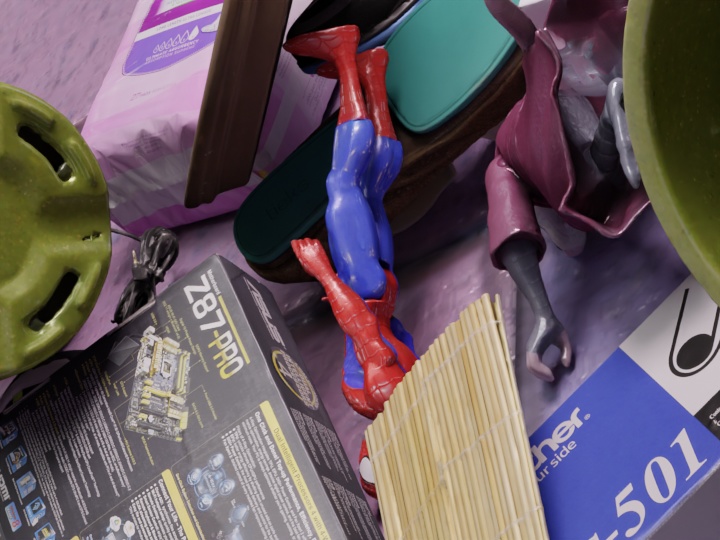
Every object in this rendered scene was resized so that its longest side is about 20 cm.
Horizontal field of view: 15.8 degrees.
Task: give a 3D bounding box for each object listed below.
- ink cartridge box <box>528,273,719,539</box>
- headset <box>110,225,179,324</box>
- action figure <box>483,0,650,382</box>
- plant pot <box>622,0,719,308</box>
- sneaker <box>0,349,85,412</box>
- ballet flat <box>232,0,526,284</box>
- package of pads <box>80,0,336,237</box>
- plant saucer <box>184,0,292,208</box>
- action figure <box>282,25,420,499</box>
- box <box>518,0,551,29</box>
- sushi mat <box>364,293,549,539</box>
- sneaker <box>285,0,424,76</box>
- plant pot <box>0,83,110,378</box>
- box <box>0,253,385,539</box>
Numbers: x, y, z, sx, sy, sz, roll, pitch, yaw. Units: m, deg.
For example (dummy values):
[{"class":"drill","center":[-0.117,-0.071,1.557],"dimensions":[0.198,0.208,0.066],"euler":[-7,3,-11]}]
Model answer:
[{"class":"ink cartridge box","center":[0.134,0.052,0.966],"dimensions":[0.200,0.044,0.094],"euler":[-46,31,1]},{"class":"headset","center":[-0.187,0.000,1.326],"dimensions":[0.199,0.124,0.094],"euler":[-3,49,20]},{"class":"action figure","center":[0.080,-0.055,1.050],"dimensions":[0.134,0.149,0.200],"euler":[-44,-1,-14]},{"class":"plant pot","center":[0.218,-0.080,0.869],"dimensions":[0.199,0.201,0.190],"euler":[-16,9,37]},{"class":"sneaker","center":[-0.105,0.085,1.175],"dimensions":[0.199,0.072,0.083],"euler":[-11,47,42]},{"class":"ballet flat","center":[0.027,-0.062,1.183],"dimensions":[0.200,0.072,0.068],"euler":[-46,52,21]},{"class":"package of pads","center":[-0.066,-0.118,1.351],"dimensions":[0.120,0.076,0.201],"euler":[-12,45,37]},{"class":"plant saucer","center":[-0.045,-0.123,1.166],"dimensions":[0.200,0.029,0.202],"euler":[-166,90,-88]},{"class":"action figure","center":[0.000,0.000,1.111],"dimensions":[0.051,0.065,0.201],"euler":[-13,74,13]},{"class":"box","center":[0.181,-0.177,1.122],"dimensions":[0.176,0.097,0.201],"euler":[-14,45,37]},{"class":"sushi mat","center":[0.042,0.113,0.961],"dimensions":[0.096,0.012,0.201],"euler":[-51,37,41]},{"class":"sneaker","center":[0.016,-0.183,1.203],"dimensions":[0.201,0.082,0.071],"euler":[-62,22,1]},{"class":"plant pot","center":[-0.203,-0.016,1.139],"dimensions":[0.201,0.200,0.190],"euler":[-57,24,-18]},{"class":"box","center":[-0.077,0.116,1.075],"dimensions":[0.161,0.049,0.201],"euler":[-38,53,14]}]
